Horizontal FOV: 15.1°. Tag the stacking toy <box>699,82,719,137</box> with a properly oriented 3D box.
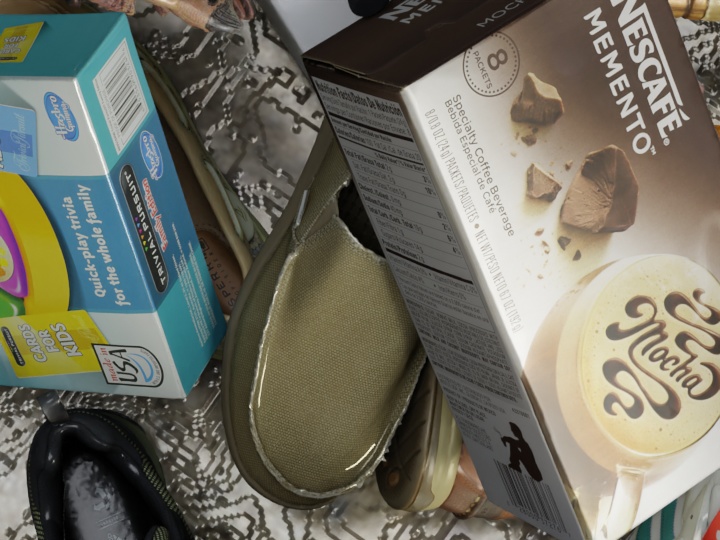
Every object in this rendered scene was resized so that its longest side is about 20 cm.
[{"bbox_3d":[0.192,-0.021,1.087,0.200,0.110,0.116,28,93,22],"label":"stacking toy"}]

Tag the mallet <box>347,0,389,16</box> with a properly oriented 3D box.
[{"bbox_3d":[-0.019,-0.180,1.024,0.066,0.041,0.200,-57,42,31],"label":"mallet"}]

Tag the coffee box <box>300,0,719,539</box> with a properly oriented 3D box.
[{"bbox_3d":[0.075,-0.014,1.000,0.113,0.080,0.200,-31,114,-19],"label":"coffee box"}]

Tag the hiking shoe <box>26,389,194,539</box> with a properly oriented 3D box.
[{"bbox_3d":[-0.087,0.145,1.073,0.076,0.101,0.200,-28,78,0],"label":"hiking shoe"}]

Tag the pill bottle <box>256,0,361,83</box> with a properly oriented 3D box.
[{"bbox_3d":[0.047,-0.159,1.112,0.200,0.114,0.114,-33,78,-2],"label":"pill bottle"}]

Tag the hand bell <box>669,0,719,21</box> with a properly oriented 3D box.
[{"bbox_3d":[0.124,-0.108,1.070,0.199,0.104,0.105,-2,78,-13],"label":"hand bell"}]

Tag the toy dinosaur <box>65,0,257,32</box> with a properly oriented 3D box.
[{"bbox_3d":[-0.125,-0.134,1.056,0.199,0.136,0.086,-3,105,25],"label":"toy dinosaur"}]

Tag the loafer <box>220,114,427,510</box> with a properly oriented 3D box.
[{"bbox_3d":[0.000,0.000,1.053,0.076,0.067,0.201,14,97,-17],"label":"loafer"}]

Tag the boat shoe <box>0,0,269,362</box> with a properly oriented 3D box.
[{"bbox_3d":[-0.098,-0.050,1.131,0.073,0.063,0.200,-43,78,-3],"label":"boat shoe"}]

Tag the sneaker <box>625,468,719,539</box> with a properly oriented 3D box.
[{"bbox_3d":[0.131,0.120,1.059,0.070,0.093,0.200,36,84,11],"label":"sneaker"}]

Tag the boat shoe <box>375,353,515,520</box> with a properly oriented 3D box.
[{"bbox_3d":[0.058,0.004,1.107,0.067,0.072,0.201,13,82,-18],"label":"boat shoe"}]

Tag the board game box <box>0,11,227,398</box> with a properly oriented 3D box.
[{"bbox_3d":[-0.167,-0.026,1.064,0.199,0.151,0.047,2,38,25],"label":"board game box"}]
